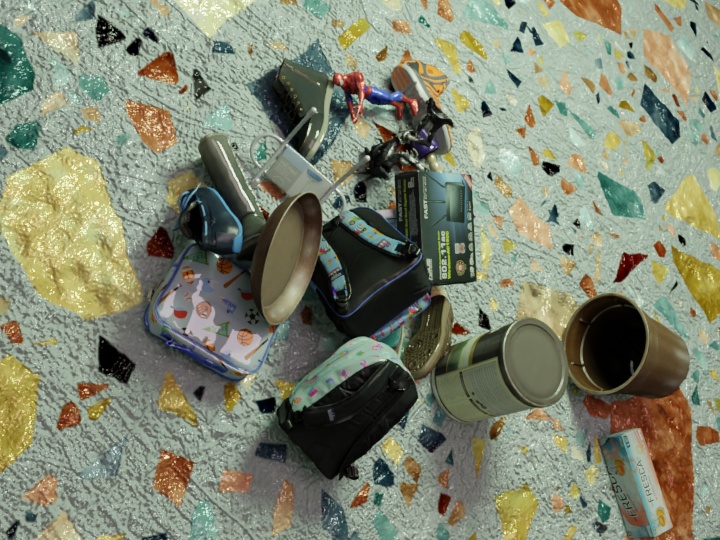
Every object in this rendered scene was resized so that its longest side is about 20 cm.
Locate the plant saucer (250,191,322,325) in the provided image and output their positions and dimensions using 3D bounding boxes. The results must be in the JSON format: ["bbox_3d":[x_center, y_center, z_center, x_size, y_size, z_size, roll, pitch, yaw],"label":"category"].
[{"bbox_3d":[-0.111,-0.021,1.094,0.034,0.202,0.202,17,57,15],"label":"plant saucer"}]

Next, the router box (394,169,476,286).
[{"bbox_3d":[0.135,-0.074,1.321,0.148,0.062,0.204,-3,90,-43],"label":"router box"}]

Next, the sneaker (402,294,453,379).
[{"bbox_3d":[0.132,0.129,1.300,0.076,0.070,0.201,59,36,-27],"label":"sneaker"}]

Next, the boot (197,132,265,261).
[{"bbox_3d":[-0.191,-0.118,1.151,0.072,0.182,0.203,-17,89,-10],"label":"boot"}]

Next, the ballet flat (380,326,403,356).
[{"bbox_3d":[0.039,0.143,1.262,0.069,0.069,0.203,16,65,-27],"label":"ballet flat"}]

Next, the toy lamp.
[{"bbox_3d":[0.155,-0.181,1.458,0.058,0.058,0.202,-26,90,-36],"label":"toy lamp"}]

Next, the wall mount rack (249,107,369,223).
[{"bbox_3d":[-0.086,-0.167,1.235,0.199,0.174,0.075,39,13,-14],"label":"wall mount rack"}]

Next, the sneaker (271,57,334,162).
[{"bbox_3d":[-0.114,-0.280,1.316,0.105,0.075,0.202,21,54,-20],"label":"sneaker"}]

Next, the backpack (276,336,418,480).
[{"bbox_3d":[-0.016,0.197,1.129,0.199,0.127,0.167,-40,124,-3],"label":"backpack"}]

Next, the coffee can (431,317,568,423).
[{"bbox_3d":[0.237,0.178,1.289,0.145,0.199,0.149,12,66,-29],"label":"coffee can"}]

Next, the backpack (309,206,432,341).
[{"bbox_3d":[0.000,0.000,1.228,0.182,0.200,0.135,-37,138,-8],"label":"backpack"}]

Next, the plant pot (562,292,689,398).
[{"bbox_3d":[0.550,0.170,1.512,0.196,0.199,0.203,20,63,-33],"label":"plant pot"}]

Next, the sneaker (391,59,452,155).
[{"bbox_3d":[0.150,-0.336,1.497,0.111,0.077,0.202,-29,95,-41],"label":"sneaker"}]

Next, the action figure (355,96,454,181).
[{"bbox_3d":[0.084,-0.219,1.377,0.102,0.199,0.119,44,9,-36],"label":"action figure"}]

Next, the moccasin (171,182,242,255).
[{"bbox_3d":[-0.235,-0.080,1.092,0.067,0.199,0.082,-6,110,-30],"label":"moccasin"}]

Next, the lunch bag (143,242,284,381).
[{"bbox_3d":[-0.221,0.065,1.114,0.199,0.075,0.162,34,60,-19],"label":"lunch bag"}]

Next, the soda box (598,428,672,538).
[{"bbox_3d":[0.548,0.424,1.487,0.068,0.063,0.203,-7,76,-34],"label":"soda box"}]

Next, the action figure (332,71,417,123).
[{"bbox_3d":[0.021,-0.305,1.392,0.198,0.065,0.101,16,73,-42],"label":"action figure"}]

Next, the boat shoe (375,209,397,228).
[{"bbox_3d":[0.086,-0.063,1.368,0.200,0.074,0.088,3,84,-40],"label":"boat shoe"}]
